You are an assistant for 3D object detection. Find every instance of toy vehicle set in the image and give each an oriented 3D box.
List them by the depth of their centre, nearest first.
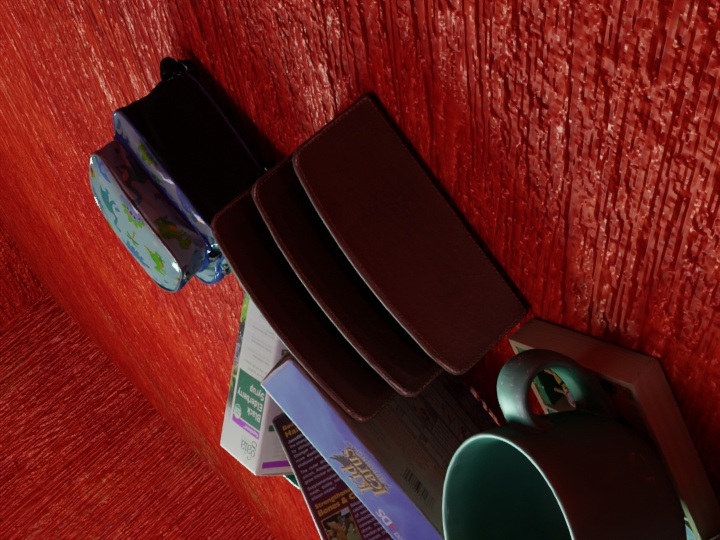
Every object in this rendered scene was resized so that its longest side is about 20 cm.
[{"bbox_3d":[0.193,0.131,0.743,0.124,0.026,0.201,18,143,56],"label":"toy vehicle set"}]

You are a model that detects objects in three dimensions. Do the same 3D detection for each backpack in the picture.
[{"bbox_3d":[-0.176,-0.072,1.009,0.183,0.147,0.200,50,164,6],"label":"backpack"}]

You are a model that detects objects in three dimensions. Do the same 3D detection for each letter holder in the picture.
[{"bbox_3d":[0.000,0.000,0.756,0.201,0.142,0.100,53,161,-7],"label":"letter holder"}]

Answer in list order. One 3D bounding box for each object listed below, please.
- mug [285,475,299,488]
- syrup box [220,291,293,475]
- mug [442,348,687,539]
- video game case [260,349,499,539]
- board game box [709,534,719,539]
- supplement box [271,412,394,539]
[{"bbox_3d":[-0.069,0.161,1.216,0.185,0.114,0.153,44,155,19],"label":"mug"},{"bbox_3d":[-0.080,0.102,1.050,0.078,0.081,0.203,24,106,51],"label":"syrup box"},{"bbox_3d":[0.145,0.159,0.670,0.152,0.113,0.187,52,140,42],"label":"mug"},{"bbox_3d":[0.026,0.118,0.874,0.045,0.181,0.201,-36,96,31],"label":"video game case"},{"bbox_3d":[0.273,0.274,0.662,0.201,0.046,0.152,58,150,20],"label":"board game box"},{"bbox_3d":[0.013,0.208,0.941,0.202,0.109,0.086,64,-176,23],"label":"supplement box"}]
